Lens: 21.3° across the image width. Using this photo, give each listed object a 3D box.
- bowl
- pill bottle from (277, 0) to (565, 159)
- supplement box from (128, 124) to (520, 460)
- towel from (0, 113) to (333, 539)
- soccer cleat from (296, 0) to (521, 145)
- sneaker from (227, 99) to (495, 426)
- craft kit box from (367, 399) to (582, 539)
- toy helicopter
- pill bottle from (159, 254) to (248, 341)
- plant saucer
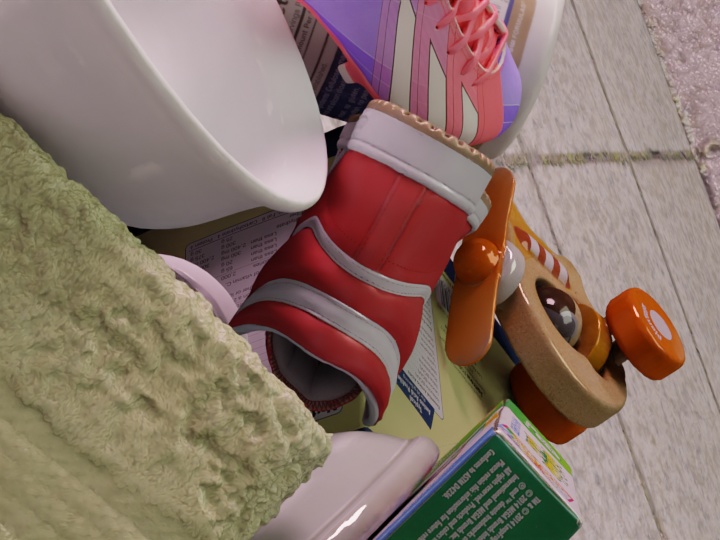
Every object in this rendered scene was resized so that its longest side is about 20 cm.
[{"bbox_3d":[-0.101,-0.090,0.656,0.201,0.090,0.201,55,15,-23],"label":"bowl"},{"bbox_3d":[-0.017,-0.127,0.865,0.200,0.111,0.111,16,39,-10],"label":"pill bottle"},{"bbox_3d":[-0.013,0.083,0.898,0.200,0.134,0.200,51,26,-41],"label":"supplement box"},{"bbox_3d":[-0.121,0.036,0.573,0.200,0.148,0.036,41,-13,-1],"label":"towel"},{"bbox_3d":[0.021,-0.108,0.740,0.200,0.076,0.067,39,49,-46],"label":"soccer cleat"},{"bbox_3d":[0.000,0.000,0.759,0.071,0.113,0.200,28,-2,3],"label":"sneaker"},{"bbox_3d":[-0.009,0.131,0.667,0.049,0.200,0.198,46,4,2],"label":"craft kit box"},{"bbox_3d":[0.068,-0.012,0.939,0.132,0.079,0.200,11,47,-58],"label":"toy helicopter"},{"bbox_3d":[-0.111,0.051,0.703,0.109,0.109,0.200,68,18,-3],"label":"pill bottle"},{"bbox_3d":[-0.061,0.112,0.671,0.050,0.200,0.200,49,19,3],"label":"plant saucer"}]
